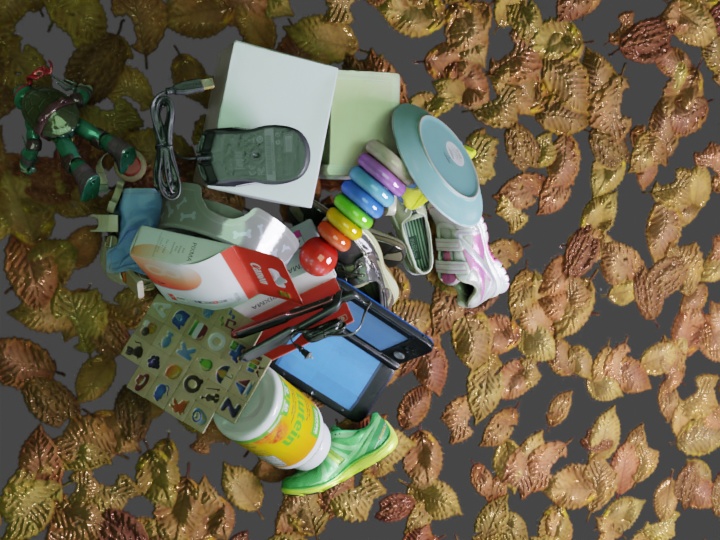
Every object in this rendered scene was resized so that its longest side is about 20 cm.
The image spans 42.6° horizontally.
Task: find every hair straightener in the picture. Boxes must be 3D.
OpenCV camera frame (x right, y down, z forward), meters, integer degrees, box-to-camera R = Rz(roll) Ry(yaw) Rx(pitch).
[{"bbox_3d":[-0.073,0.086,1.261,0.197,0.041,0.078,-19,73,-8],"label":"hair straightener"}]

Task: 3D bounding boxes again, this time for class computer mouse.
[{"bbox_3d":[-0.166,-0.170,1.154,0.196,0.046,0.143,-9,95,-9],"label":"computer mouse"}]

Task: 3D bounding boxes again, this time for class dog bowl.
[{"bbox_3d":[-0.184,-0.045,1.251,0.198,0.200,0.059,26,74,-17],"label":"dog bowl"}]

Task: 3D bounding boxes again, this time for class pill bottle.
[{"bbox_3d":[-0.121,0.222,1.347,0.111,0.111,0.200,-49,143,-6],"label":"pill bottle"}]

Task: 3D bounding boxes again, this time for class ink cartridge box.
[{"bbox_3d":[-0.186,0.014,1.221,0.197,0.163,0.051,15,69,13],"label":"ink cartridge box"},{"bbox_3d":[-0.128,0.038,1.318,0.198,0.175,0.044,-25,140,0],"label":"ink cartridge box"}]

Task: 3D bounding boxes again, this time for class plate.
[{"bbox_3d":[0.117,-0.155,1.301,0.025,0.201,0.200,-33,109,31],"label":"plate"}]

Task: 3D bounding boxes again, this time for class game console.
[{"bbox_3d":[-0.019,0.126,1.404,0.199,0.170,0.120,33,60,-17],"label":"game console"}]

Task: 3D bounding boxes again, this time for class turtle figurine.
[{"bbox_3d":[-0.403,-0.190,1.233,0.199,0.101,0.150,40,82,11],"label":"turtle figurine"}]

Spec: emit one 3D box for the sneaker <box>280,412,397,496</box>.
[{"bbox_3d":[-0.039,0.289,1.447,0.198,0.074,0.084,-28,80,-9],"label":"sneaker"}]

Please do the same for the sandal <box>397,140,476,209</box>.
[{"bbox_3d":[0.099,-0.160,1.393,0.087,0.200,0.079,47,127,-1],"label":"sandal"}]

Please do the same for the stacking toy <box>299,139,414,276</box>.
[{"bbox_3d":[-0.014,-0.078,1.268,0.085,0.085,0.201,38,93,-17],"label":"stacking toy"}]

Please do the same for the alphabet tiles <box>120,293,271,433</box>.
[{"bbox_3d":[-0.229,0.121,1.285,0.198,0.006,0.168,27,80,14],"label":"alphabet tiles"}]

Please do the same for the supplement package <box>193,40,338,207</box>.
[{"bbox_3d":[-0.137,-0.197,1.282,0.145,0.200,0.195,11,94,-17],"label":"supplement package"}]

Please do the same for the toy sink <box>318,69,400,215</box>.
[{"bbox_3d":[-0.015,-0.186,1.357,0.110,0.130,0.204,-1,98,-16],"label":"toy sink"}]

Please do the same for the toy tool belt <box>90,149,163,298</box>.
[{"bbox_3d":[-0.313,-0.069,1.286,0.123,0.123,0.204,-3,97,-16],"label":"toy tool belt"}]

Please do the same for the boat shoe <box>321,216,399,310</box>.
[{"bbox_3d":[0.000,0.000,1.378,0.201,0.072,0.065,53,38,-36],"label":"boat shoe"}]

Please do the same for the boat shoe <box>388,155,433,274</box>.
[{"bbox_3d":[0.078,-0.090,1.430,0.071,0.062,0.203,-20,101,-13],"label":"boat shoe"}]

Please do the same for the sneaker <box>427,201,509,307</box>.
[{"bbox_3d":[0.156,-0.024,1.435,0.088,0.081,0.202,-41,111,-27],"label":"sneaker"}]

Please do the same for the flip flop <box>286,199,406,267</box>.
[{"bbox_3d":[-0.020,-0.067,1.404,0.197,0.081,0.058,21,53,-11],"label":"flip flop"}]
